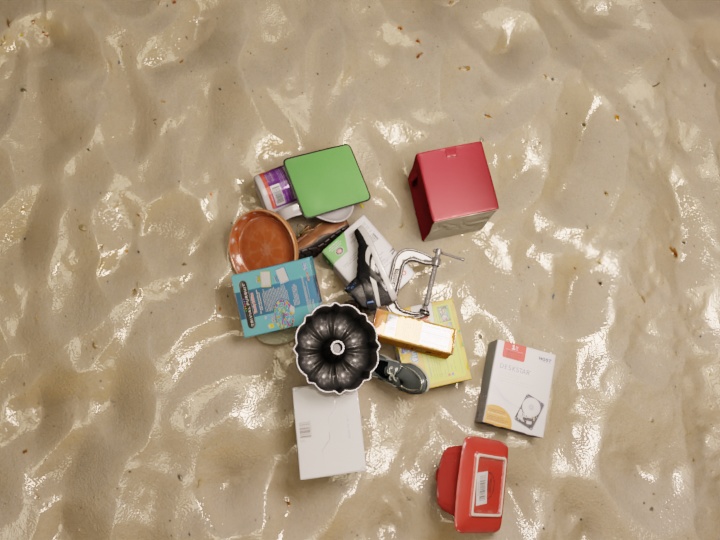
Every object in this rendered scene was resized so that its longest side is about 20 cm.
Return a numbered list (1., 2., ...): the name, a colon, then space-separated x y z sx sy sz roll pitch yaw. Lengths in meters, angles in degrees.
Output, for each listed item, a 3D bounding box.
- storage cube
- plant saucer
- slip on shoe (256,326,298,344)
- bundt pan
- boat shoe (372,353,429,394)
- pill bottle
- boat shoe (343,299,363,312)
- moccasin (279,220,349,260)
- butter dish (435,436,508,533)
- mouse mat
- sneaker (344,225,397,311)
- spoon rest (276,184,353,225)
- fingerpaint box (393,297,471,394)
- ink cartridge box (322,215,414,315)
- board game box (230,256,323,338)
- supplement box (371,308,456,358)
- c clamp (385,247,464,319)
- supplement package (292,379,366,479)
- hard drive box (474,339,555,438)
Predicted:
1. storage cube: 0.233 -0.198 1.530 0.196 0.171 0.184 -10 77 -6
2. plant saucer: -0.239 -0.051 1.491 0.196 0.032 0.205 6 104 23
3. slip on shoe: -0.164 0.133 1.486 0.196 0.061 0.075 -18 92 6
4. bundt pan: -0.059 0.179 1.358 0.197 0.076 0.206 3 76 -13
5. boat shoe: 0.077 0.245 1.410 0.061 0.198 0.074 0 101 -42
6. pill bottle: -0.166 -0.223 1.541 0.197 0.112 0.113 -23 78 -12
7. boat shoe: -0.022 0.168 1.472 0.073 0.075 0.207 2 73 -2
8. moccasin: -0.124 -0.085 1.533 0.200 0.074 0.078 -36 67 -7
9. butter dish: 0.238 0.485 1.386 0.198 0.146 0.204 23 71 -43
10. mouse mat: -0.082 -0.226 1.502 0.197 0.008 0.164 -19 83 -27
11. sneaker: 0.000 0.000 1.432 0.110 0.073 0.203 -25 75 -1
12. spoon rest: -0.110 -0.155 1.496 0.196 0.061 0.101 -17 82 -12
13. fingerpaint box: 0.167 0.188 1.482 0.163 0.073 0.204 -11 77 -7
14. ink cartridge box: 0.018 -0.011 1.515 0.145 0.084 0.201 -39 83 -11
15. board game box: -0.195 0.063 1.432 0.196 0.047 0.154 -12 93 8
16. supplement box: 0.123 0.151 1.417 0.196 0.067 0.070 17 73 0
17. c clamp: 0.149 0.031 1.462 0.168 0.027 0.203 21 78 -3
18. supplement package: -0.075 0.370 1.403 0.152 0.111 0.204 -6 75 -6
19. hard drive box: 0.378 0.289 1.469 0.153 0.077 0.204 13 75 -1
